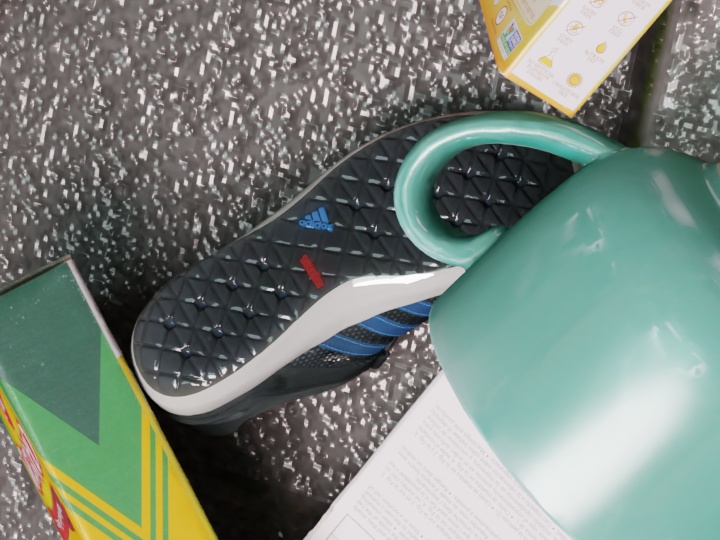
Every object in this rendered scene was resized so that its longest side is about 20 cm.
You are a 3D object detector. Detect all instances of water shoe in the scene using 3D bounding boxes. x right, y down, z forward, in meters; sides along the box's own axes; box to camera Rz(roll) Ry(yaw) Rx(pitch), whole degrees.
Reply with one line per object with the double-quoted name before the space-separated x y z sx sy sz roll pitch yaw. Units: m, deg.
"water shoe" 0.000 0.000 1.123 0.199 0.079 0.072 -25 67 1

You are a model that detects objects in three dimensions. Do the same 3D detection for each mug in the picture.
"mug" 0.106 0.021 0.980 0.185 0.152 0.114 40 108 -23

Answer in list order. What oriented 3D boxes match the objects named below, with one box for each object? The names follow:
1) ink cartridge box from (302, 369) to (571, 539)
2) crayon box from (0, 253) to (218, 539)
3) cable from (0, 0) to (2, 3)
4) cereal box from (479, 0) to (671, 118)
"ink cartridge box" 0.068 0.125 1.129 0.161 0.050 0.200 43 117 10
"crayon box" -0.097 0.103 1.140 0.051 0.127 0.201 -27 82 -12
"cable" -0.201 -0.093 1.217 0.097 0.050 0.201 9 116 4
"cereal box" 0.115 -0.170 1.002 0.039 0.144 0.200 30 114 -22
